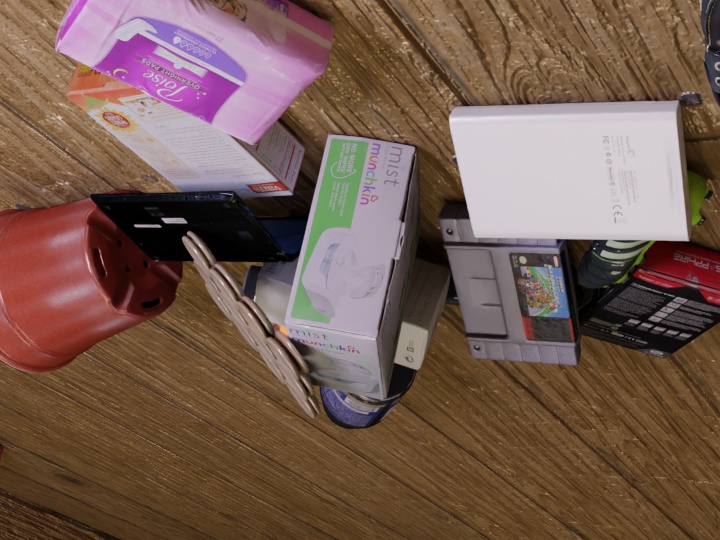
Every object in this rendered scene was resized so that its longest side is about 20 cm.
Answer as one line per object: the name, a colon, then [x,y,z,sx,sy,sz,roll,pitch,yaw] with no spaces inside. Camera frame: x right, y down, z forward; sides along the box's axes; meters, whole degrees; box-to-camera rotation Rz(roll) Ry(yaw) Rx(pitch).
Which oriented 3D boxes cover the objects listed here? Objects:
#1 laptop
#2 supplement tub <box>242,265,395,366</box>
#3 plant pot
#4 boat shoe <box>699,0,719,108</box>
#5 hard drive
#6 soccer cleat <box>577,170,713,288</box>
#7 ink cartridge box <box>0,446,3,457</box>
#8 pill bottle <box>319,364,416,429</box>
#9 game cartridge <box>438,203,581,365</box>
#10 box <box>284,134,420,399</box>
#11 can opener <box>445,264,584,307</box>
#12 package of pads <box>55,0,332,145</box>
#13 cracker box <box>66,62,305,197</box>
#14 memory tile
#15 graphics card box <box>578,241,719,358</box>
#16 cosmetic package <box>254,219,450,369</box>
laptop: [-0.148,-0.064,1.286,0.175,0.105,0.200,0,150,27]
supplement tub: [-0.044,0.048,1.469,0.197,0.108,0.107,12,157,2]
plant pot: [-0.324,0.001,1.428,0.193,0.203,0.200,-16,145,35]
boat shoe: [0.290,-0.144,0.898,0.073,0.067,0.200,3,155,24]
hard drive: [0.185,-0.085,1.079,0.197,0.026,0.133,2,129,25]
soccer cleat: [0.250,-0.046,1.162,0.080,0.068,0.200,27,148,-9]
ink cartridge box: [-0.922,0.400,2.779,0.142,0.085,0.200,9,158,12]
pill bottle: [0.004,0.152,1.673,0.110,0.113,0.200,15,157,-6]
game cartridge: [0.161,0.018,1.289,0.128,0.039,0.202,5,132,27]
box: [0.000,0.000,1.214,0.095,0.203,0.177,9,158,9]
can opener: [0.155,0.019,1.377,0.198,0.080,0.063,2,-166,32]
package of pads: [-0.134,-0.189,0.992,0.198,0.076,0.120,24,138,-25]
cracker box: [-0.161,-0.140,1.162,0.132,0.058,0.200,0,153,33]
memory tile: [-0.108,0.054,1.233,0.200,0.017,0.154,48,167,27]
graphics card box: [0.315,0.030,1.306,0.124,0.052,0.200,15,156,-6]
cosmetic package: [-0.009,0.025,1.353,0.197,0.102,0.075,17,136,8]
